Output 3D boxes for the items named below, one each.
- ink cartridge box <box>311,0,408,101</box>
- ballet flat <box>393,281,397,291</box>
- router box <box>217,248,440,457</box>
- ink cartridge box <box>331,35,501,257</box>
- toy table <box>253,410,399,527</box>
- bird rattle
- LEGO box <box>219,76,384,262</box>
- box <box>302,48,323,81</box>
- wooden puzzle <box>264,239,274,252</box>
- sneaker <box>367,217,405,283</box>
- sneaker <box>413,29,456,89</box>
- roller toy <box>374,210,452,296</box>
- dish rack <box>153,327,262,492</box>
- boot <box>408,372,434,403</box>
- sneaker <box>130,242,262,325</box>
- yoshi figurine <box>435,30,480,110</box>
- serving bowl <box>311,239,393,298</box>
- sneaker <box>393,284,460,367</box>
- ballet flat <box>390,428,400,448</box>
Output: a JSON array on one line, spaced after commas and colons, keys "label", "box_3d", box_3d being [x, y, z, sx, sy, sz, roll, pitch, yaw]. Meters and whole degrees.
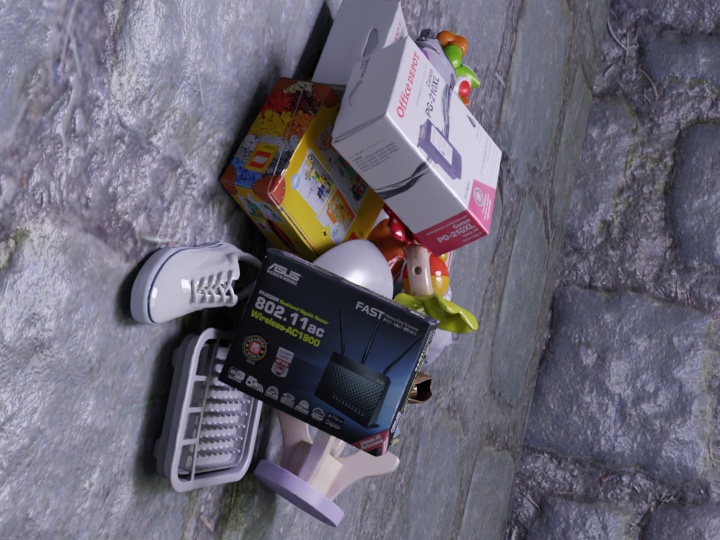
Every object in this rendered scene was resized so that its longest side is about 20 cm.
[{"label": "ink cartridge box", "box_3d": [0.015, -0.232, 1.383, 0.201, 0.082, 0.147, 67, 36, -58]}, {"label": "ballet flat", "box_3d": [-0.014, 0.073, 1.424, 0.201, 0.068, 0.070, -60, 152, -35]}, {"label": "router box", "box_3d": [-0.034, 0.084, 1.131, 0.062, 0.197, 0.152, 0, 113, -79]}, {"label": "ink cartridge box", "box_3d": [0.069, -0.141, 1.224, 0.200, 0.083, 0.146, 45, 40, -29]}, {"label": "toy table", "box_3d": [-0.054, 0.246, 1.375, 0.118, 0.182, 0.200, -58, -179, -16]}, {"label": "bird rattle", "box_3d": [0.073, 0.002, 1.371, 0.163, 0.111, 0.204, 46, 28, -78]}, {"label": "LEGO box", "box_3d": [-0.056, -0.100, 1.249, 0.151, 0.076, 0.201, -61, 144, -19]}, {"label": "box", "box_3d": [-0.051, -0.159, 1.390, 0.201, 0.021, 0.166, 66, 39, -56]}, {"label": "wooden puzzle", "box_3d": [-0.045, -0.023, 1.399, 0.185, 0.037, 0.202, -50, 147, -33]}, {"label": "sneaker", "box_3d": [0.000, 0.000, 1.384, 0.201, 0.072, 0.078, -54, 148, -29]}, {"label": "sneaker", "box_3d": [0.091, -0.209, 1.369, 0.141, 0.076, 0.203, -59, 152, -45]}, {"label": "roller toy", "box_3d": [0.064, -0.030, 1.592, 0.182, 0.137, 0.204, -38, 135, -60]}, {"label": "dish rack", "box_3d": [-0.167, 0.151, 1.193, 0.200, 0.043, 0.175, 18, 82, -70]}, {"label": "boot", "box_3d": [0.033, 0.147, 1.387, 0.199, 0.074, 0.075, 1, 99, -60]}, {"label": "sneaker", "box_3d": [-0.161, 0.009, 1.100, 0.200, 0.069, 0.075, -34, 131, -63]}, {"label": "yoshi figurine", "box_3d": [0.113, -0.289, 1.700, 0.112, 0.111, 0.202, 41, 42, -29]}, {"label": "serving bowl", "box_3d": [-0.029, 0.064, 1.254, 0.199, 0.066, 0.202, -38, 153, -23]}, {"label": "sneaker", "box_3d": [0.045, 0.088, 1.511, 0.076, 0.196, 0.116, -97, 167, -50]}, {"label": "ballet flat", "box_3d": [-0.022, 0.179, 1.442, 0.200, 0.074, 0.075, 47, 41, -11]}]
